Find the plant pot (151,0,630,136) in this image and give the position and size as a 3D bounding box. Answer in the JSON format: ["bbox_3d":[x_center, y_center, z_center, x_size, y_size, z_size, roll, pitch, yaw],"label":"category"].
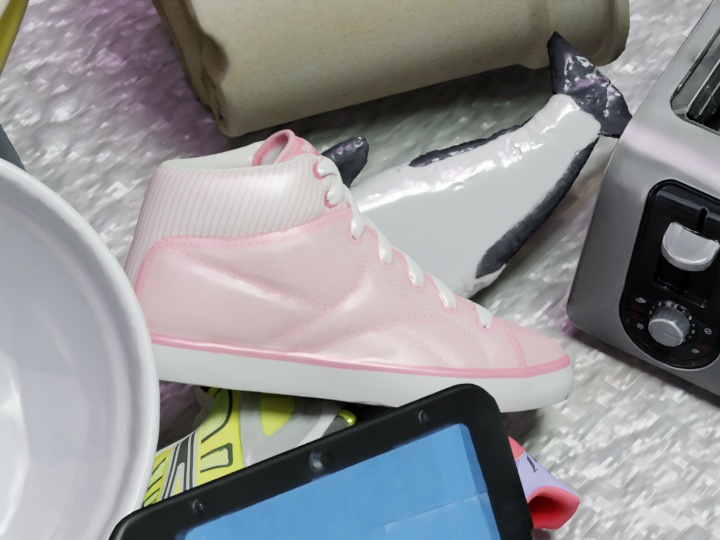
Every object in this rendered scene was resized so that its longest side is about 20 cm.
[{"bbox_3d":[-0.004,-0.154,1.197,0.183,0.201,0.201,-22,55,-8],"label":"plant pot"}]

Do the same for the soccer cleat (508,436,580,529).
[{"bbox_3d":[0.020,0.141,1.020,0.076,0.067,0.200,27,52,3],"label":"soccer cleat"}]

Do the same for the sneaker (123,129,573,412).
[{"bbox_3d":[0.000,0.000,1.070,0.200,0.075,0.105,7,93,-18],"label":"sneaker"}]

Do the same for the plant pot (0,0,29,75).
[{"bbox_3d":[-0.242,-0.110,1.077,0.189,0.201,0.201,24,51,-4],"label":"plant pot"}]

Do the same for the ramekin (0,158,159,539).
[{"bbox_3d":[-0.185,0.056,1.000,0.200,0.105,0.201,5,77,-23],"label":"ramekin"}]

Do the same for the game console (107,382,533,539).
[{"bbox_3d":[0.033,0.147,0.925,0.176,0.117,0.200,29,33,37],"label":"game console"}]

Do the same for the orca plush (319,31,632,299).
[{"bbox_3d":[0.021,-0.028,1.150,0.105,0.071,0.200,43,85,-17],"label":"orca plush"}]

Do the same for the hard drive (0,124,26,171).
[{"bbox_3d":[-0.209,-0.017,1.143,0.135,0.042,0.200,-18,53,-19],"label":"hard drive"}]

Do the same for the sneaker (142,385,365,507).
[{"bbox_3d":[-0.070,0.119,1.031,0.076,0.076,0.200,18,40,19],"label":"sneaker"}]

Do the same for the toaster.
[{"bbox_3d":[0.214,-0.031,1.142,0.181,0.119,0.200,26,53,15],"label":"toaster"}]
